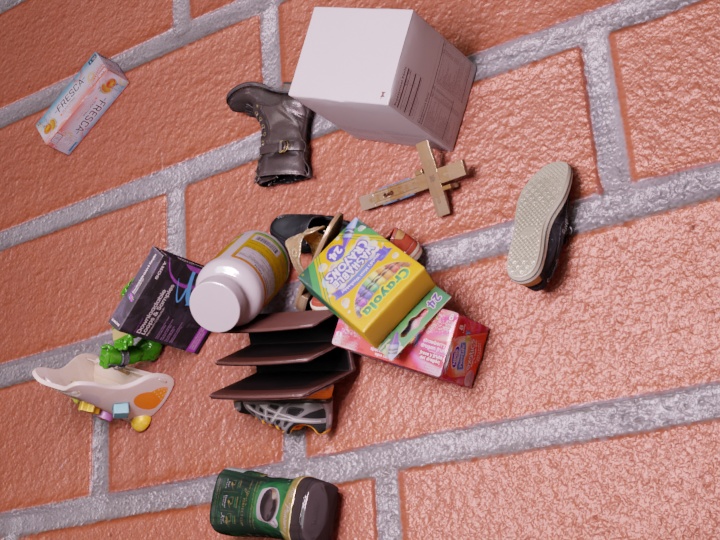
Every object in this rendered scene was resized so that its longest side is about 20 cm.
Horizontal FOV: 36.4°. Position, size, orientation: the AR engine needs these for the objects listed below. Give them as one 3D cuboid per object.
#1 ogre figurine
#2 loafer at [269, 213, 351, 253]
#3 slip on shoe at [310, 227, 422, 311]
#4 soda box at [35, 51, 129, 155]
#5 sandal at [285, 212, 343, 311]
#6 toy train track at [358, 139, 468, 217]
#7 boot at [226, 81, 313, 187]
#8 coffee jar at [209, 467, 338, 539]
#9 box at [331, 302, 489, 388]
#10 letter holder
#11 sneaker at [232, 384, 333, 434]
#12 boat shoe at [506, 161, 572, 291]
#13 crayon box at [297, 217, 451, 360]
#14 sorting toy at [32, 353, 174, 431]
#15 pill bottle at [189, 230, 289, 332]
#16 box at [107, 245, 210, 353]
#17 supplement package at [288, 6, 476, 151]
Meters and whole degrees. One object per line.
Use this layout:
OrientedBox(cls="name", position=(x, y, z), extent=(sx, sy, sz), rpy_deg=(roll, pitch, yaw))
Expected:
OrientedBox(cls="ogre figurine", position=(-0.363, 0.078, 1.872), extent=(0.097, 0.120, 0.202), rpy_deg=(2, 78, 30))
OrientedBox(cls="loafer", position=(-0.068, -0.063, 1.740), extent=(0.199, 0.070, 0.069), rpy_deg=(13, 68, 36))
OrientedBox(cls="slip on shoe", position=(0.000, 0.000, 1.670), extent=(0.199, 0.061, 0.074), rpy_deg=(-33, 18, 22))
OrientedBox(cls="soda box", position=(-0.548, -0.327, 2.154), extent=(0.200, 0.063, 0.069), rpy_deg=(-46, 56, 13))
OrientedBox(cls="sandal", position=(-0.087, -0.021, 1.677), extent=(0.069, 0.078, 0.213), rpy_deg=(29, 138, 10))
OrientedBox(cls="toy train track", position=(0.085, -0.131, 1.686), extent=(0.199, 0.032, 0.116), rpy_deg=(-17, 90, 36))
OrientedBox(cls="boot", position=(-0.159, -0.228, 1.858), extent=(0.198, 0.069, 0.176), rpy_deg=(1, 76, 32))
OrientedBox(cls="coffee jar", position=(-0.127, 0.357, 1.648), extent=(0.199, 0.085, 0.105), rpy_deg=(0, 72, 35))
OrientedBox(cls="box", position=(0.072, 0.095, 1.585), extent=(0.199, 0.099, 0.096), rpy_deg=(14, 84, 37))
OrientedBox(cls="letter holder", position=(-0.133, 0.130, 1.659), extent=(0.199, 0.142, 0.102), rpy_deg=(-5, 102, 37))
OrientedBox(cls="sneaker", position=(-0.122, 0.216, 1.698), extent=(0.199, 0.078, 0.078), rpy_deg=(-6, 96, 41))
OrientedBox(cls="boat shoe", position=(0.256, -0.062, 1.534), extent=(0.074, 0.062, 0.201), rpy_deg=(-1, 60, 38))
OrientedBox(cls="crayon box", position=(0.017, 0.022, 1.553), extent=(0.126, 0.052, 0.200), rpy_deg=(-46, 48, -8))
OrientedBox(cls="sorting toy", position=(-0.456, 0.199, 1.859), extent=(0.199, 0.180, 0.108), rpy_deg=(9, 81, 36))
OrientedBox(cls="pill bottle", position=(-0.191, 0.020, 1.711), extent=(0.110, 0.200, 0.112), rpy_deg=(6, 112, 14))
OrientedBox(cls="box", position=(-0.302, 0.052, 1.787), extent=(0.036, 0.200, 0.144), rpy_deg=(35, 96, 35))
OrientedBox(cls="supplement package", position=(0.036, -0.290, 1.664), extent=(0.190, 0.200, 0.148), rpy_deg=(12, 83, 35))
